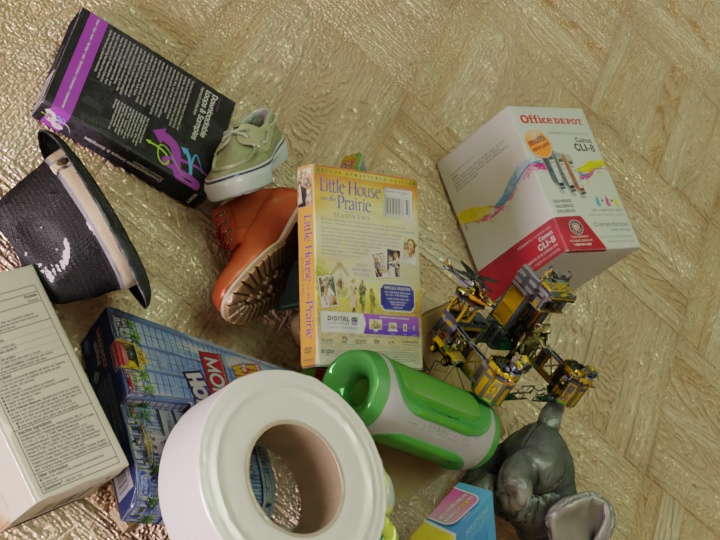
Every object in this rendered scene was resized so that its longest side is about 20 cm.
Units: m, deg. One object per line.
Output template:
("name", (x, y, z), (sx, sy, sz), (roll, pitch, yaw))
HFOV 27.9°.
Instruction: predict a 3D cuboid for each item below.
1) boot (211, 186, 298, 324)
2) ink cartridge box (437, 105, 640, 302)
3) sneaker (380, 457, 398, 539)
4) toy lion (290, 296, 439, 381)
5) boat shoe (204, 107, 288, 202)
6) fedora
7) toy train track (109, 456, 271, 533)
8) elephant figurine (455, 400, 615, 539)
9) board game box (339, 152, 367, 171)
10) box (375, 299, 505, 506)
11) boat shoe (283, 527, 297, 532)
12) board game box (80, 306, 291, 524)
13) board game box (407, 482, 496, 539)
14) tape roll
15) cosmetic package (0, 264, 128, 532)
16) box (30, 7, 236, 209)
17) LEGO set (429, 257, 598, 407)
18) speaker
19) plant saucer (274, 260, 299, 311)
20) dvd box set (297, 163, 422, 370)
("boot", (-0.119, -0.022, 1.502), (0.107, 0.075, 0.200), (18, 41, 15))
("ink cartridge box", (0.215, -0.083, 1.778), (0.145, 0.145, 0.201), (-4, 65, -41))
("sneaker", (-0.019, 0.252, 1.401), (0.105, 0.076, 0.201), (-10, 80, -39))
("toy lion", (0.012, 0.126, 1.538), (0.199, 0.069, 0.193), (3, 69, -40))
("boat shoe", (-0.126, -0.123, 1.531), (0.200, 0.072, 0.062), (-67, 141, -70))
("fedora", (-0.275, -0.030, 1.338), (0.091, 0.201, 0.201), (-31, 85, -13))
("toy train track", (-0.160, 0.205, 1.357), (0.115, 0.033, 0.200), (51, 36, 15))
("elephant figurine", (0.204, 0.276, 1.556), (0.200, 0.155, 0.142), (50, 24, -6))
("board game box", (-0.005, -0.051, 1.577), (0.200, 0.030, 0.096), (-79, 151, -67))
("box", (0.065, 0.137, 1.532), (0.200, 0.021, 0.164), (-24, 96, -44))
("boat shoe", (-0.095, 0.284, 1.319), (0.199, 0.062, 0.075), (-8, 62, -30))
("board game box", (-0.144, 0.141, 1.360), (0.199, 0.062, 0.200), (10, 44, -37))
("board game box", (0.070, 0.324, 1.406), (0.200, 0.040, 0.154), (-40, 131, -47))
("tape roll", (-0.075, 0.192, 1.277), (0.202, 0.071, 0.203), (19, 58, -33))
("cosmetic package", (-0.298, 0.109, 1.257), (0.103, 0.087, 0.201), (-17, 77, -42))
("box", (-0.234, -0.170, 1.531), (0.200, 0.036, 0.143), (30, 49, -21))
("LEGO set", (0.177, 0.059, 1.527), (0.199, 0.116, 0.154), (12, 31, -40))
("speaker", (0.052, 0.140, 1.433), (0.200, 0.088, 0.089), (26, 48, -44))
("plant saucer", (-0.032, 0.007, 1.591), (0.200, 0.019, 0.070), (-8, 51, -44))
("dvd box set", (0.000, 0.000, 1.459), (0.146, 0.029, 0.201), (4, 81, -42))
